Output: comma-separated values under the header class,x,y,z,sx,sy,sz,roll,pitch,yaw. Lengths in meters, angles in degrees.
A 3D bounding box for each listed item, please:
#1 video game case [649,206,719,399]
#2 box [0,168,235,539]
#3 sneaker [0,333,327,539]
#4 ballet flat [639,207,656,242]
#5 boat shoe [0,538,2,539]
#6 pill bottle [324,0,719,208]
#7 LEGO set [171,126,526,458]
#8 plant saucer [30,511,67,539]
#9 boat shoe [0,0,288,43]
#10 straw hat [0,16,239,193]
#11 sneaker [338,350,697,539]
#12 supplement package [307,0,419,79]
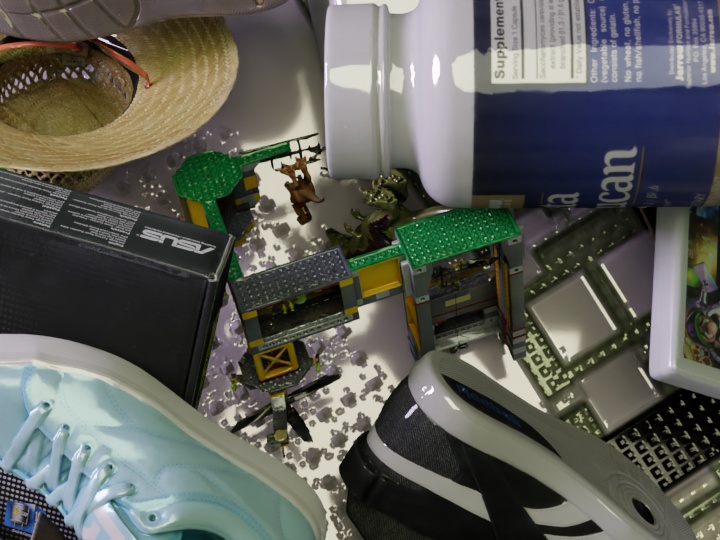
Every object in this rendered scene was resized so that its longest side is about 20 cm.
class,x,y,z,sx,sy,sz,roll,pitch,yaw
video game case,0.232,-0.018,0.810,0.180,0.023,0.202,18,67,-25
box,-0.174,0.045,0.745,0.198,0.194,0.048,17,34,0
sneaker,-0.107,0.098,0.692,0.199,0.082,0.074,25,121,-7
ballet flat,0.179,-0.022,0.826,0.067,0.072,0.202,-24,80,37
boat shoe,-0.256,0.155,0.756,0.198,0.072,0.072,5,104,20
pill bottle,0.083,-0.085,0.725,0.198,0.111,0.112,0,77,3
LEGO set,0.000,0.000,0.814,0.198,0.116,0.154,-23,50,-12
plant saucer,-0.158,0.211,0.691,0.032,0.200,0.202,15,76,-7
boat shoe,-0.122,-0.160,0.794,0.198,0.073,0.075,0,107,-1
straw hat,-0.158,-0.086,0.814,0.199,0.086,0.202,5,44,-5
sneaker,0.076,0.131,0.797,0.199,0.073,0.112,35,113,-19
supplement package,0.070,-0.178,0.834,0.198,0.121,0.121,-11,78,-7
